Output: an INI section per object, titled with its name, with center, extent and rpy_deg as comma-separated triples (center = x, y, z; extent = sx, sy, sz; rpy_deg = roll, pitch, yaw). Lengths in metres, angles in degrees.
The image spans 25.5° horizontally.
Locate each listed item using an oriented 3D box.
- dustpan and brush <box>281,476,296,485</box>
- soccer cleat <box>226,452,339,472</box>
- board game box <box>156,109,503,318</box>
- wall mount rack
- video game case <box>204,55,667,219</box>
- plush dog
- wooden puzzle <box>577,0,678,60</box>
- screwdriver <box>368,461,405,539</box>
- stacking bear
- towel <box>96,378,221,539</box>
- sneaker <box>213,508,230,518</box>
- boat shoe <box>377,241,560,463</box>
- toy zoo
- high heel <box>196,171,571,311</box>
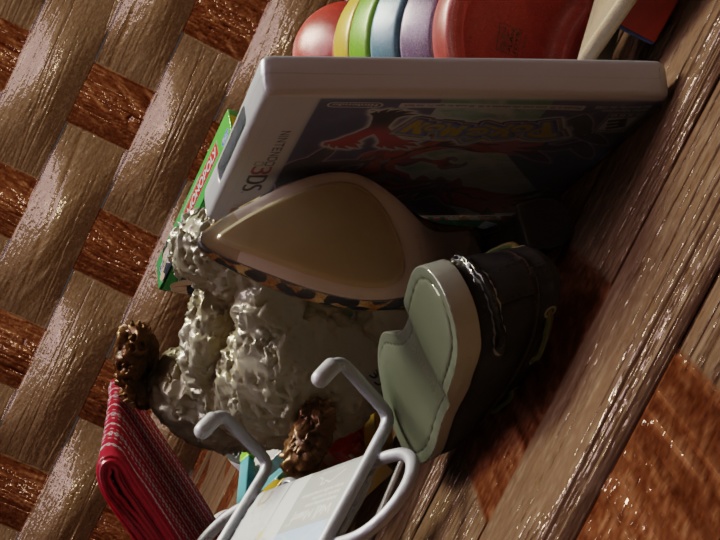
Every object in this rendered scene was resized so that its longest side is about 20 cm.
[dustpan and brush]
center = -0.039, 0.190, 0.863
extent = 0.140, 0.057, 0.201
rpy_deg = -46, 41, 29
[soccer cleat]
center = -0.040, 0.159, 1.177
extent = 0.068, 0.073, 0.200
rpy_deg = -47, 21, -9
[board game box]
center = -0.017, -0.025, 1.037
extent = 0.135, 0.199, 0.029
rpy_deg = -60, 30, 34
[wall mount rack]
center = -0.068, 0.132, 0.824
extent = 0.200, 0.075, 0.174
rpy_deg = -27, 22, 46
[video game case]
center = 0.031, -0.063, 0.818
extent = 0.182, 0.199, 0.023
rpy_deg = 130, 137, -68
[plush dog]
center = -0.062, 0.069, 1.013
extent = 0.172, 0.199, 0.161
rpy_deg = -28, 49, 52
[wooden puzzle]
center = 0.180, -0.213, 0.831
extent = 0.200, 0.046, 0.186
rpy_deg = 115, 177, -49
[screwdriver]
center = 0.001, 0.157, 0.901
extent = 0.029, 0.028, 0.201
rpy_deg = -1, 63, 52
[stacking bear]
center = 0.033, -0.132, 0.971
extent = 0.200, 0.113, 0.122
rpy_deg = 3, 80, 54
[towel]
center = -0.124, 0.151, 1.010
extent = 0.022, 0.145, 0.200
rpy_deg = -30, 12, -1
[sneaker]
center = -0.073, 0.226, 1.189
extent = 0.083, 0.081, 0.200
rpy_deg = -47, 16, 8
[boat shoe]
center = 0.052, 0.045, 0.798
extent = 0.201, 0.060, 0.072
rpy_deg = 110, 140, -68
[toy zoo]
center = -0.033, 0.129, 1.083
extent = 0.131, 0.020, 0.200
rpy_deg = -39, 21, 17
[high heel]
center = 0.000, 0.000, 0.864
extent = 0.143, 0.199, 0.072
rpy_deg = 136, 130, -67
